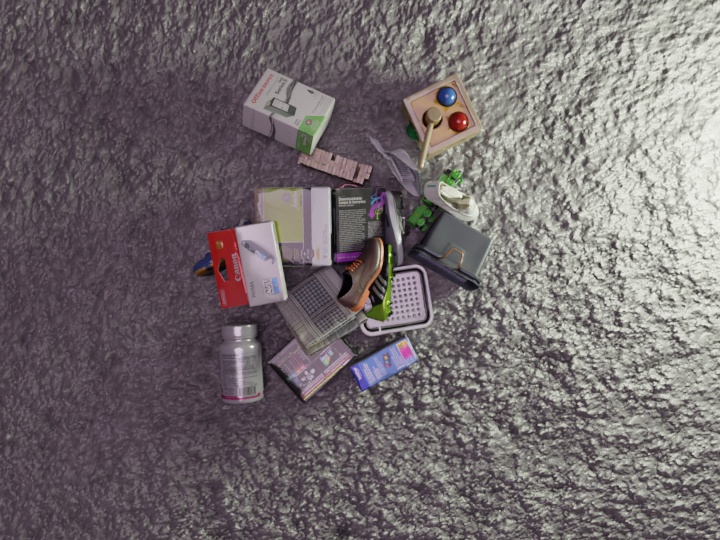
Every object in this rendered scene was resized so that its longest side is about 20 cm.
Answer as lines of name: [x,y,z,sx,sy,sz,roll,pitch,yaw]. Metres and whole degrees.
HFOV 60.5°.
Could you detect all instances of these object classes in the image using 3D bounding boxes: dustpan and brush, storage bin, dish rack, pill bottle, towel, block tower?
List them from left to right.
pill bottle: [-0.316,0.242,1.632,0.112,0.113,0.202,-2,91,1]
towel: [-0.105,0.100,1.608,0.192,0.035,0.200,-31,65,-13]
block tower: [-0.070,-0.280,1.644,0.199,0.058,0.054,18,91,2]
dish rack: [0.088,0.079,1.657,0.199,0.044,0.173,-9,91,1]
dustpan and brush: [0.087,-0.289,1.624,0.057,0.140,0.201,-26,66,-3]
storage bin: [0.245,-0.057,1.611,0.199,0.146,0.135,29,82,0]

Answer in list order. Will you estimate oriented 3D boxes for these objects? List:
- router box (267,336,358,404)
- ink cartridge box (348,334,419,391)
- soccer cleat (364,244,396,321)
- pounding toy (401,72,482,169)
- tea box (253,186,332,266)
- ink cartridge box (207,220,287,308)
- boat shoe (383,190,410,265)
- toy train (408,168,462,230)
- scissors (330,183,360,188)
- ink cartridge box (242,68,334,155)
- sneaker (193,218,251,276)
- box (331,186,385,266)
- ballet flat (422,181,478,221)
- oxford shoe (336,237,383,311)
router box: [-0.126,0.234,1.654,0.200,0.062,0.150,-41,89,2]
ink cartridge box: [0.048,0.246,1.615,0.199,0.136,0.077,-27,86,2]
soccer cleat: [0.048,0.031,1.606,0.080,0.067,0.202,6,92,14]
pounding toy: [0.196,-0.376,1.593,0.199,0.142,0.185,-26,90,1]
tea box: [-0.170,-0.113,1.607,0.195,0.134,0.202,0,94,1]
ink cartridge box: [-0.285,-0.010,1.533,0.175,0.045,0.201,-10,96,3]
boat shoe: [0.101,-0.115,1.645,0.066,0.070,0.201,-9,87,-23]
toy train: [0.199,-0.191,1.639,0.056,0.042,0.200,33,82,32]
scissors: [-0.086,-0.220,1.669,0.199,0.014,0.074,20,94,1]
ink cartridge box: [-0.187,-0.412,1.601,0.199,0.084,0.146,24,61,0]
sneaker: [-0.367,-0.061,1.655,0.199,0.075,0.088,-32,79,-5]
box: [-0.004,-0.118,1.614,0.142,0.036,0.202,-5,104,-24]
ballet flat: [0.249,-0.178,1.590,0.199,0.069,0.070,21,92,-33]
oxford shoe: [0.000,0.000,1.566,0.072,0.071,0.201,30,74,-37]
